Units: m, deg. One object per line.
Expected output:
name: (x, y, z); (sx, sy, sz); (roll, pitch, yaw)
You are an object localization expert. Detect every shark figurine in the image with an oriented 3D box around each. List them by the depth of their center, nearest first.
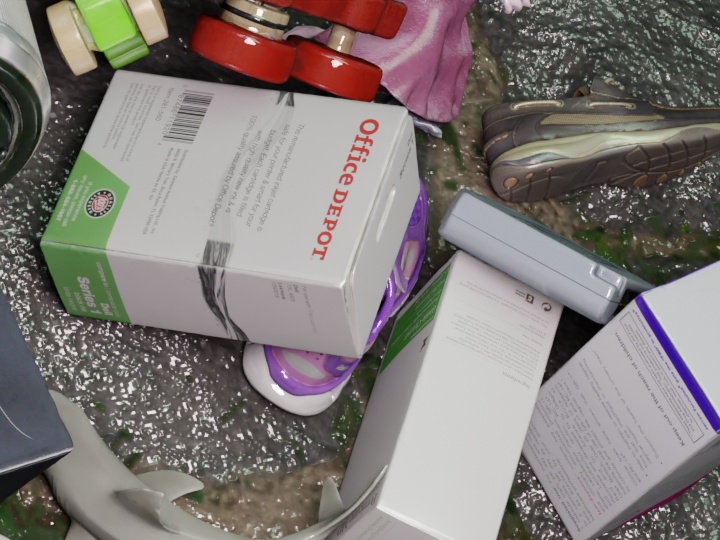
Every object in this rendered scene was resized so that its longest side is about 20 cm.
shark figurine: (-0.101, 0.144, 1.590); (0.214, 0.090, 0.128); (14, 62, -1)

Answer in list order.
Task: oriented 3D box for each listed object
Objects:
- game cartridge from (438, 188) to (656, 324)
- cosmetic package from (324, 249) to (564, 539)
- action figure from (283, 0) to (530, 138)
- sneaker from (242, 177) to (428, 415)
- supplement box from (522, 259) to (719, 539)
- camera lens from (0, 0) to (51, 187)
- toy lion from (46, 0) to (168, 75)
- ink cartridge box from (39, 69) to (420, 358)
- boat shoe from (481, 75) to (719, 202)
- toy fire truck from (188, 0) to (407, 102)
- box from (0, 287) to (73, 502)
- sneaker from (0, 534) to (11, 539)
game cartridge: (0.120, -0.007, 1.739); (0.133, 0.200, 0.042); (25, 93, 15)
cosmetic package: (0.052, 0.103, 1.691); (0.085, 0.108, 0.200); (27, 54, -10)
action figure: (0.054, -0.199, 1.829); (0.149, 0.134, 0.200); (25, 94, 11)
sneaker: (0.000, 0.000, 1.734); (0.080, 0.088, 0.200); (32, 53, -5)
supplement box: (0.193, 0.083, 1.713); (0.101, 0.200, 0.103); (-22, 73, -34)
camera lens: (-0.279, -0.143, 1.614); (0.160, 0.160, 0.200); (2, 47, -25)
toy lion: (-0.185, -0.216, 1.696); (0.069, 0.192, 0.200); (-25, 111, -1)
ink cartridge box: (-0.076, -0.036, 1.664); (0.200, 0.084, 0.146); (9, 55, 16)
boat shoe: (0.174, -0.102, 1.882); (0.200, 0.075, 0.073); (-8, 68, -30)
toy fire truck: (-0.068, -0.190, 1.696); (0.168, 0.112, 0.200); (27, 11, 39)
box: (-0.298, 0.055, 1.472); (0.200, 0.124, 0.197); (-15, 76, -44)
sneaker: (-0.193, 0.242, 1.517); (0.105, 0.076, 0.200); (-36, 84, -35)
